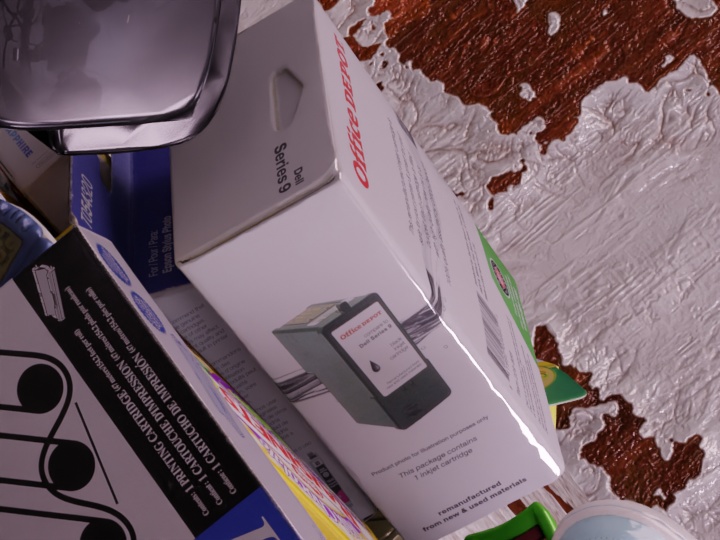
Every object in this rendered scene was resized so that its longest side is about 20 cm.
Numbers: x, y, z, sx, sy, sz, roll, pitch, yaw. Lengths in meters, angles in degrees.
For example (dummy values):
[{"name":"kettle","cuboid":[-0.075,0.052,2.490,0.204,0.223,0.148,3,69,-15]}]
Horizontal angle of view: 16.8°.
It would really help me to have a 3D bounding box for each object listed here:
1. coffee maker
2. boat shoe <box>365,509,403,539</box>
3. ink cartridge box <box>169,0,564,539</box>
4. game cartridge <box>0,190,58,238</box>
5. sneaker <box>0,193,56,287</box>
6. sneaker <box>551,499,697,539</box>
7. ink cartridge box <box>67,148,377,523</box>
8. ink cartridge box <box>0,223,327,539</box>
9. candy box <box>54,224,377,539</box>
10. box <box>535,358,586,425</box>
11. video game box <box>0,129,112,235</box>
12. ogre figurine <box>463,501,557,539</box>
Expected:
[{"name":"coffee maker","cuboid":[-0.134,-0.137,1.010,0.200,0.191,0.135,27,-41,47]},{"name":"boat shoe","cuboid":[0.003,0.141,1.191,0.200,0.074,0.069,-47,132,-72]},{"name":"ink cartridge box","cuboid":[0.000,0.000,1.078,0.200,0.084,0.146,53,17,-34]},{"name":"game cartridge","cuboid":[-0.114,0.037,1.068,0.200,0.032,0.176,51,1,14]},{"name":"sneaker","cuboid":[-0.144,0.000,0.913,0.200,0.075,0.088,54,5,19]},{"name":"sneaker","cuboid":[0.127,0.195,0.963,0.201,0.079,0.131,63,18,-7]},{"name":"ink cartridge box","cuboid":[-0.063,-0.003,1.126,0.201,0.043,0.197,57,12,-29]},{"name":"ink cartridge box","cuboid":[-0.068,0.093,0.812,0.200,0.094,0.044,52,5,13]},{"name":"candy box","cuboid":[-0.051,0.070,0.993,0.200,0.026,0.102,48,3,-26]},{"name":"box","cuboid":[0.014,0.062,1.268,0.199,0.117,0.049,14,-73,52]},{"name":"video game box","cuboid":[-0.133,-0.031,1.231,0.182,0.047,0.200,43,-7,48]},{"name":"ogre figurine","cuboid":[0.068,0.186,1.227,0.098,0.120,0.200,56,7,33]}]
